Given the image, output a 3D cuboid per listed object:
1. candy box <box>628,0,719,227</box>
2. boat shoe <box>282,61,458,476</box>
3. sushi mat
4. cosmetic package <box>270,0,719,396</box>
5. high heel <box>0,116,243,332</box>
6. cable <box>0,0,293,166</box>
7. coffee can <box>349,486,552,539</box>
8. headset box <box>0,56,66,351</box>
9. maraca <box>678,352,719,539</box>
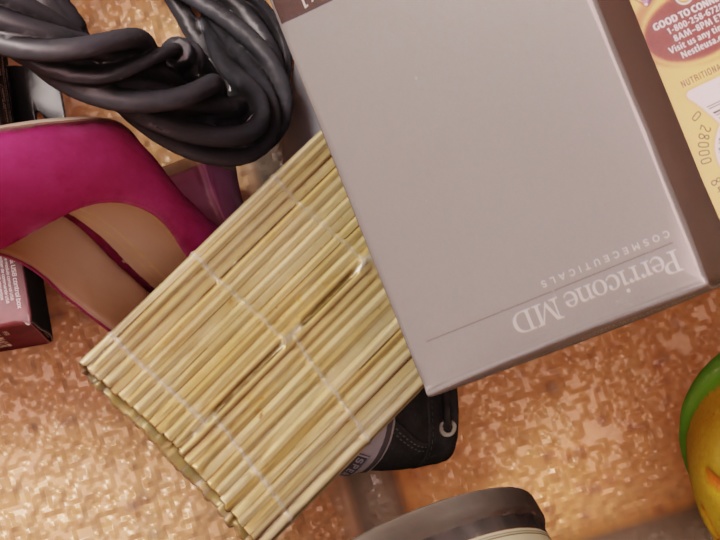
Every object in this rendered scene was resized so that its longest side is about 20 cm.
[{"bbox_3d":[0.108,-0.097,0.839,0.056,0.117,0.200,-26,85,-5],"label":"candy box"},{"bbox_3d":[0.008,-0.021,0.856,0.057,0.069,0.200,6,81,-28],"label":"boat shoe"},{"bbox_3d":[0.000,0.000,0.806,0.200,0.012,0.096,-45,100,-19],"label":"sushi mat"},{"bbox_3d":[0.041,-0.068,0.754,0.107,0.090,0.200,-25,83,16],"label":"cosmetic package"},{"bbox_3d":[-0.087,0.002,0.784,0.067,0.200,0.096,-21,78,30],"label":"high heel"},{"bbox_3d":[-0.087,-0.103,0.800,0.051,0.200,0.163,-48,44,16],"label":"cable"},{"bbox_3d":[0.045,0.196,0.757,0.146,0.146,0.200,-28,68,-6],"label":"coffee can"},{"bbox_3d":[-0.207,-0.034,0.836,0.200,0.077,0.149,-9,83,-2],"label":"headset box"},{"bbox_3d":[0.181,0.058,0.789,0.137,0.200,0.107,13,55,12],"label":"maraca"}]
